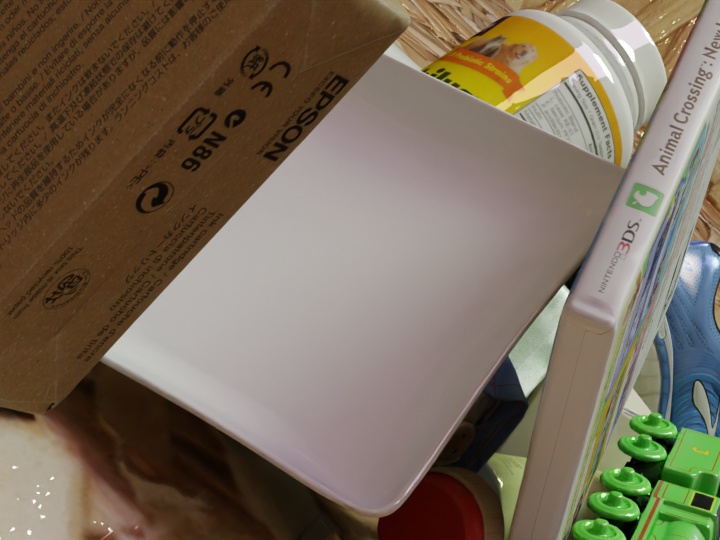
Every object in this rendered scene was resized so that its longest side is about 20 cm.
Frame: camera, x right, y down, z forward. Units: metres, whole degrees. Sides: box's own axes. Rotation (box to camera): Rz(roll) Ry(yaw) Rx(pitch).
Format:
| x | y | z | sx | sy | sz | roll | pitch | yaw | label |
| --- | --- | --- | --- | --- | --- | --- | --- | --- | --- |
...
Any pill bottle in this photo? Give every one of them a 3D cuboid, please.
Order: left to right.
| x | y | z | sx | sy | sz | roll | pitch | yaw | label |
| --- | --- | --- | --- | --- | --- | --- | --- | --- | --- |
| 0.069 | -0.066 | 1.116 | 0.109 | 0.200 | 0.110 | 40 | -29 | 29 | pill bottle |

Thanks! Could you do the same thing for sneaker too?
| x | y | z | sx | sy | sz | roll | pitch | yaw | label |
| --- | --- | --- | --- | --- | --- | --- | --- | --- | --- |
| 0.181 | 0.078 | 1.136 | 0.079 | 0.089 | 0.201 | -128 | -151 | -72 | sneaker |

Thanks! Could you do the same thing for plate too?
| x | y | z | sx | sy | sz | roll | pitch | yaw | label |
| --- | --- | --- | --- | --- | --- | --- | --- | --- | --- |
| -0.022 | -0.009 | 0.817 | 0.199 | 0.032 | 0.200 | 28 | 53 | 18 | plate |

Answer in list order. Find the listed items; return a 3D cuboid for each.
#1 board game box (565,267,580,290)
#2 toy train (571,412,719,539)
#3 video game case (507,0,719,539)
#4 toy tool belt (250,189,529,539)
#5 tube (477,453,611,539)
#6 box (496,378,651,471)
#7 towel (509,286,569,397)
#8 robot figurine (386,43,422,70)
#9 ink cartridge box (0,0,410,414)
| x | y | z | sx | sy | sz | roll | pitch | yaw | label |
| --- | --- | --- | --- | --- | --- | --- | --- | --- | --- |
| 0.122 | 0.014 | 1.258 | 0.136 | 0.028 | 0.200 | 53 | -15 | -14 | board game box |
| 0.122 | 0.110 | 0.877 | 0.056 | 0.042 | 0.200 | 16 | 19 | 13 | toy train |
| 0.103 | 0.011 | 0.817 | 0.022 | 0.201 | 0.183 | 21 | 54 | 11 | video game case |
| 0.014 | 0.047 | 0.884 | 0.200 | 0.125 | 0.123 | 51 | 24 | 24 | toy tool belt |
| 0.111 | 0.117 | 0.985 | 0.199 | 0.052 | 0.058 | 10 | 29 | -47 | tube |
| 0.083 | 0.052 | 1.122 | 0.082 | 0.069 | 0.200 | 27 | 14 | -21 | box |
| 0.000 | 0.000 | 0.984 | 0.200 | 0.153 | 0.023 | 44 | -30 | 0 | towel |
| -0.031 | -0.098 | 1.195 | 0.200 | 0.113 | 0.170 | 42 | 29 | -13 | robot figurine |
| -0.107 | -0.078 | 0.733 | 0.165 | 0.200 | 0.075 | 52 | 16 | 28 | ink cartridge box |
